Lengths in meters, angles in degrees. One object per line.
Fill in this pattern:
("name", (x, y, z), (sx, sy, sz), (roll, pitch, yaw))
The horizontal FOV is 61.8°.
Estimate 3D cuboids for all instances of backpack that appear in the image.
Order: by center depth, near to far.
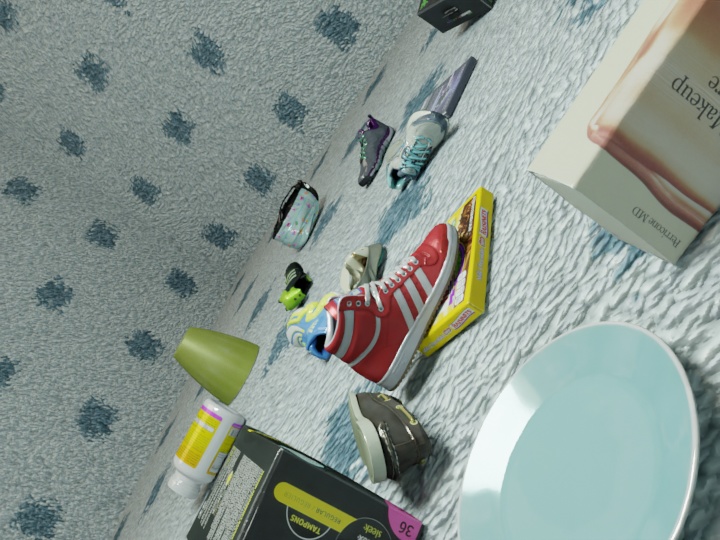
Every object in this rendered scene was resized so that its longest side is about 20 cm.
("backpack", (-0.212, -0.173, 1.995), (0.168, 0.125, 0.202), (121, 171, -53))

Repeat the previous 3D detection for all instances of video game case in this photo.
("video game case", (0.161, -0.343, 1.257), (0.145, 0.019, 0.199), (-65, 16, -18))

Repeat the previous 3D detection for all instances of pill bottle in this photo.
("pill bottle", (-0.350, 0.399, 1.348), (0.203, 0.103, 0.104), (-62, 14, -12))

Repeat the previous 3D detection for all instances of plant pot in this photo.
("plant pot", (-0.419, 0.248, 1.701), (0.188, 0.198, 0.188), (-53, 15, 20))

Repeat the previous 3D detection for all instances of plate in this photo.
("plate", (0.132, 0.127, 0.383), (0.201, 0.025, 0.201), (-54, 16, 22))

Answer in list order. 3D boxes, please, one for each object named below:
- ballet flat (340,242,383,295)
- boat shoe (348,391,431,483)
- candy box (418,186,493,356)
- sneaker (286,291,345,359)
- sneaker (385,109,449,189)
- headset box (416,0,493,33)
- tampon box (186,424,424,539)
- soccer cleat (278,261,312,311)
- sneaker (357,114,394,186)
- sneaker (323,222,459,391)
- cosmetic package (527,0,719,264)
("ballet flat", (0.000, 0.000, 1.024), (0.068, 0.063, 0.201), (-50, 17, 31))
("boat shoe", (0.024, 0.164, 0.620), (0.201, 0.059, 0.073), (178, 78, -83))
("candy box", (0.114, -0.003, 0.712), (0.103, 0.026, 0.202), (-51, 16, 43))
("sneaker", (-0.089, 0.115, 1.076), (0.200, 0.075, 0.106), (-43, 22, 47))
("sneaker", (0.105, -0.217, 1.120), (0.200, 0.076, 0.088), (132, 152, -61))
("headset box", (0.231, -0.669, 1.379), (0.173, 0.092, 0.204), (2, 75, 58))
("tampon box", (-0.062, 0.243, 0.566), (0.128, 0.148, 0.199), (-63, 15, -17))
("soccer cleat", (-0.158, 0.030, 1.539), (0.080, 0.068, 0.201), (-35, 23, 18))
("sneaker", (0.015, -0.308, 1.550), (0.074, 0.087, 0.203), (-36, 26, 56))
("sneaker", (0.030, 0.019, 0.674), (0.203, 0.111, 0.071), (-65, 11, -11))
("cosmetic package", (0.223, -0.121, 0.415), (0.202, 0.102, 0.087), (-58, 13, 12))
